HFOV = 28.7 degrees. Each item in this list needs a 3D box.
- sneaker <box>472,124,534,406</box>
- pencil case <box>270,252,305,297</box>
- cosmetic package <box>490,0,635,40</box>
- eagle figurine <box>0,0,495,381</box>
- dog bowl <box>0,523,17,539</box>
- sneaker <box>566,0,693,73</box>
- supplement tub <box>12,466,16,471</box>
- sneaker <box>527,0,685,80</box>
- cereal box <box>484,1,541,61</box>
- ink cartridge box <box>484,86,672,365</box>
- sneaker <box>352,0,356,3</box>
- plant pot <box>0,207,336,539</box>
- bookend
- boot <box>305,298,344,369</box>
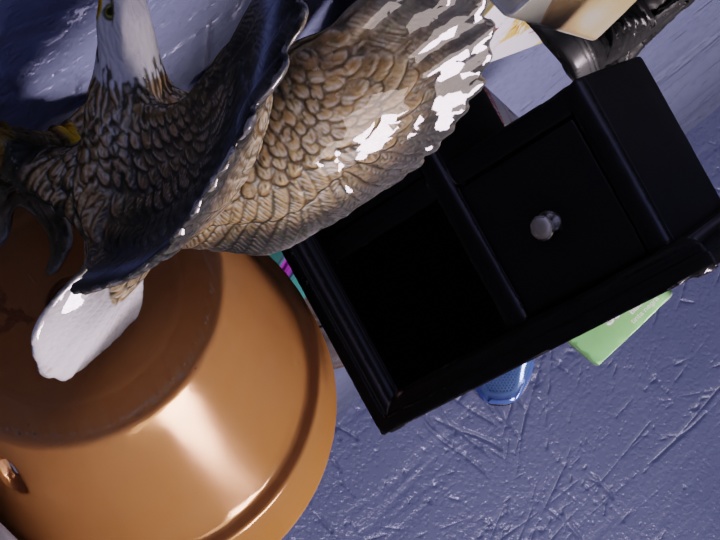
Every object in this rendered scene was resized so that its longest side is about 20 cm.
[{"bbox_3d":[0.087,0.006,0.951,0.078,0.202,0.089,-6,-155,1],"label":"sneaker"},{"bbox_3d":[-0.069,0.014,0.813,0.092,0.085,0.201,0,-126,43],"label":"pencil case"},{"bbox_3d":[0.087,-0.175,0.678,0.071,0.105,0.200,-43,173,19],"label":"cosmetic package"},{"bbox_3d":[-0.063,-0.048,0.527,0.151,0.198,0.153,55,44,-45],"label":"eagle figurine"},{"bbox_3d":[-0.210,0.132,0.657,0.059,0.200,0.200,-48,176,-24],"label":"dog bowl"},{"bbox_3d":[0.252,-0.240,1.187,0.200,0.060,0.104,-42,175,-29],"label":"sneaker"},{"bbox_3d":[-0.162,0.091,0.884,0.123,0.123,0.200,-45,171,30],"label":"supplement tub"},{"bbox_3d":[0.168,-0.175,0.928,0.104,0.060,0.200,-40,177,11],"label":"sneaker"},{"bbox_3d":[0.120,-0.197,0.924,0.144,0.040,0.200,-47,169,37],"label":"cereal box"},{"bbox_3d":[0.125,-0.045,1.059,0.084,0.200,0.146,-44,-160,15],"label":"ink cartridge box"},{"bbox_3d":[0.008,-0.090,0.829,0.073,0.085,0.200,-38,176,-21],"label":"sneaker"},{"bbox_3d":[-0.117,0.044,0.669,0.200,0.200,0.140,-38,156,-12],"label":"plant pot"},{"bbox_3d":[0.055,-0.056,0.678,0.199,0.200,0.092,-30,178,35],"label":"bookend"},{"bbox_3d":[0.000,0.000,0.980,0.199,0.070,0.174,-19,143,18],"label":"boot"}]
